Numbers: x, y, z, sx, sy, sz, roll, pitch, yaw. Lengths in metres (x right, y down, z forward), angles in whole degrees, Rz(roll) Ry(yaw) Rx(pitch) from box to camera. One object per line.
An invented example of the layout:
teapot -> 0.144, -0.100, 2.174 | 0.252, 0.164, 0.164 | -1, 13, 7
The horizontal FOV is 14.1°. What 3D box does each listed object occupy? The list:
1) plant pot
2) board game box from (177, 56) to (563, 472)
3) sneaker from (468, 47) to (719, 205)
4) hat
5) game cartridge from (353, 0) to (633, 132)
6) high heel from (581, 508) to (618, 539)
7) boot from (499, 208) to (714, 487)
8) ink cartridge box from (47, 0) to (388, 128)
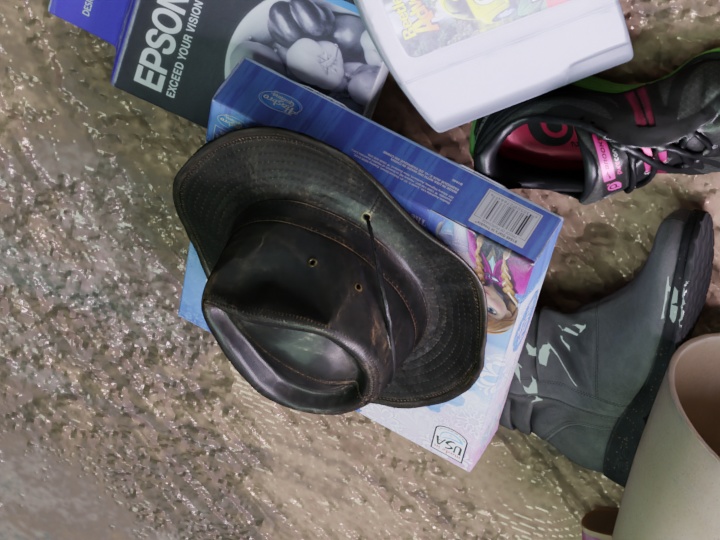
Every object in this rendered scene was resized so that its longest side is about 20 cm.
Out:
plant pot -> 0.210, 0.169, 1.619 | 0.187, 0.187, 0.200 | 27, 118, 0
board game box -> 0.000, 0.000, 1.635 | 0.200, 0.043, 0.199 | 27, 144, 11
sneaker -> 0.151, -0.067, 1.553 | 0.199, 0.084, 0.077 | -6, 124, 26
hat -> -0.032, 0.023, 1.582 | 0.200, 0.081, 0.201 | 22, 142, 19
game cartridge -> 0.055, -0.172, 1.504 | 0.133, 0.041, 0.200 | -19, 121, 2
high heel -> 0.219, 0.210, 1.748 | 0.199, 0.067, 0.096 | 10, 120, 21
boot -> 0.120, 0.033, 1.659 | 0.131, 0.070, 0.200 | 23, 127, 11
ink cartridge box -> -0.070, -0.164, 1.596 | 0.199, 0.043, 0.198 | 24, 133, 3
